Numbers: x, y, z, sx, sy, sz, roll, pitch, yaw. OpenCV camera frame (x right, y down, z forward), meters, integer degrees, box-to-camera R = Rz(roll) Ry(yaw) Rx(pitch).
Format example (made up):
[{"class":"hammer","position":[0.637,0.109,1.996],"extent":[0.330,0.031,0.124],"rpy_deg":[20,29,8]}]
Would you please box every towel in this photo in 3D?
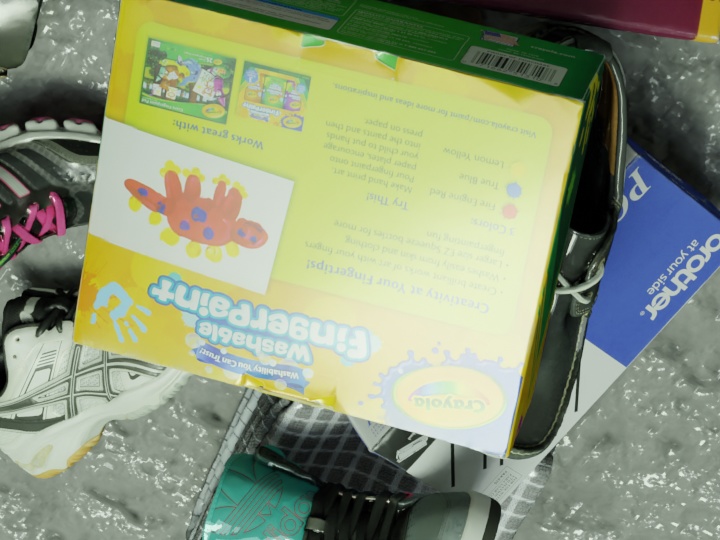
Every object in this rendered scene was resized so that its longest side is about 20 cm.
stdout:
[{"class":"towel","position":[0.003,0.125,1.447],"extent":[0.165,0.086,0.200],"rpy_deg":[21,128,-8]}]

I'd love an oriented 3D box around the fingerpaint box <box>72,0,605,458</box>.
[{"class":"fingerpaint box","position":[-0.010,-0.030,1.121],"extent":[0.199,0.073,0.168],"rpy_deg":[14,113,9]}]

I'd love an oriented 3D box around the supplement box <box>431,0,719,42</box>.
[{"class":"supplement box","position":[0.064,-0.171,1.161],"extent":[0.199,0.086,0.111],"rpy_deg":[7,97,-10]}]

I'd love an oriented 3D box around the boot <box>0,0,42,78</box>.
[{"class":"boot","position":[-0.237,-0.102,1.324],"extent":[0.138,0.078,0.200],"rpy_deg":[18,129,-11]}]

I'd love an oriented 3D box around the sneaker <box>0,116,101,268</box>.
[{"class":"sneaker","position":[-0.195,-0.021,1.339],"extent":[0.199,0.088,0.074],"rpy_deg":[-6,153,-8]}]

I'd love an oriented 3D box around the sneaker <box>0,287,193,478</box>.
[{"class":"sneaker","position":[-0.149,0.039,1.413],"extent":[0.088,0.076,0.200],"rpy_deg":[39,123,-20]}]

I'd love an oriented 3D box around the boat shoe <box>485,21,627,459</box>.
[{"class":"boat shoe","position":[0.080,-0.010,1.174],"extent":[0.072,0.068,0.201],"rpy_deg":[6,97,-21]}]

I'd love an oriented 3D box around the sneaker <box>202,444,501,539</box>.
[{"class":"sneaker","position":[-0.016,0.133,1.327],"extent":[0.120,0.084,0.200],"rpy_deg":[26,154,-14]}]

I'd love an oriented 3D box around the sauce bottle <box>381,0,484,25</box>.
[{"class":"sauce bottle","position":[0.035,-0.093,1.285],"extent":[0.064,0.065,0.201],"rpy_deg":[-6,127,14]}]

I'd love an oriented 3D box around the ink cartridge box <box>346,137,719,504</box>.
[{"class":"ink cartridge box","position":[0.092,0.027,1.320],"extent":[0.094,0.044,0.200],"rpy_deg":[34,103,-38]}]
